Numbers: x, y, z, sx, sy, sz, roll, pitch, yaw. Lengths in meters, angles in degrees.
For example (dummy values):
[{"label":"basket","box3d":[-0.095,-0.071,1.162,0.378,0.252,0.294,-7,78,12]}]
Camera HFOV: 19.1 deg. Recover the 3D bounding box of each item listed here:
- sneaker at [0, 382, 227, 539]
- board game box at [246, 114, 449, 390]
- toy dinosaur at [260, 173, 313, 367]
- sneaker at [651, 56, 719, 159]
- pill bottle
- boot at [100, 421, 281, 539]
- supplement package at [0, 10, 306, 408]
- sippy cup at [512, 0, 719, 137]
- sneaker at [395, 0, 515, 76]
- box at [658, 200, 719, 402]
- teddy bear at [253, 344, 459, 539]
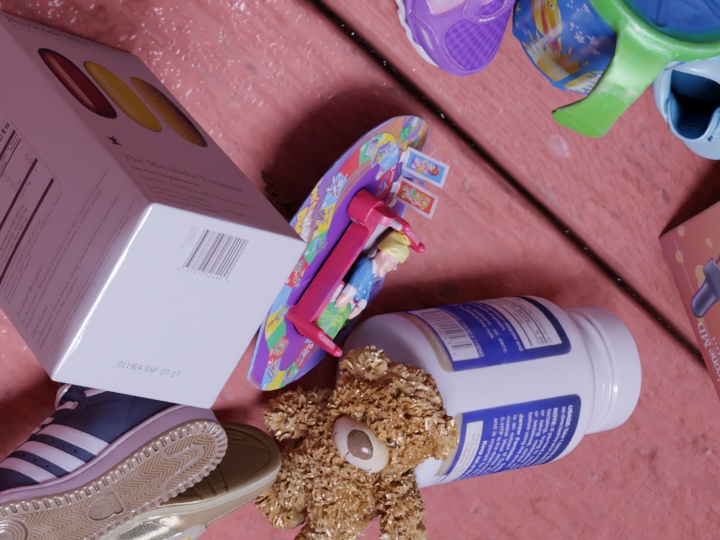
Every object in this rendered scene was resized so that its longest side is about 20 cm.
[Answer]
[{"label":"sneaker","box3d":[-0.190,0.112,1.303,0.199,0.109,0.070,-25,139,-11]},{"label":"board game box","box3d":[0.000,0.000,1.354,0.158,0.039,0.201,-35,150,-47]},{"label":"toy dinosaur","box3d":[-0.072,-0.001,1.352,0.106,0.061,0.199,-48,149,22]},{"label":"sneaker","box3d":[0.223,-0.114,1.436,0.200,0.073,0.082,64,45,-60]},{"label":"pill bottle","box3d":[0.093,0.080,1.489,0.199,0.120,0.120,-6,127,-35]},{"label":"boot","box3d":[-0.141,0.194,1.428,0.199,0.073,0.156,-23,134,-20]},{"label":"supplement package","box3d":[-0.141,-0.035,1.142,0.113,0.200,0.110,14,115,-45]},{"label":"sippy cup","box3d":[0.162,-0.173,1.313,0.177,0.140,0.130,-31,178,-31]},{"label":"sneaker","box3d":[0.080,-0.197,1.274,0.080,0.088,0.201,-14,132,-31]},{"label":"box","box3d":[0.329,0.004,1.527,0.106,0.153,0.200,-15,169,-29]},{"label":"teddy bear","box3d":[-0.014,0.136,1.418,0.066,0.146,0.200,-11,169,-37]}]
